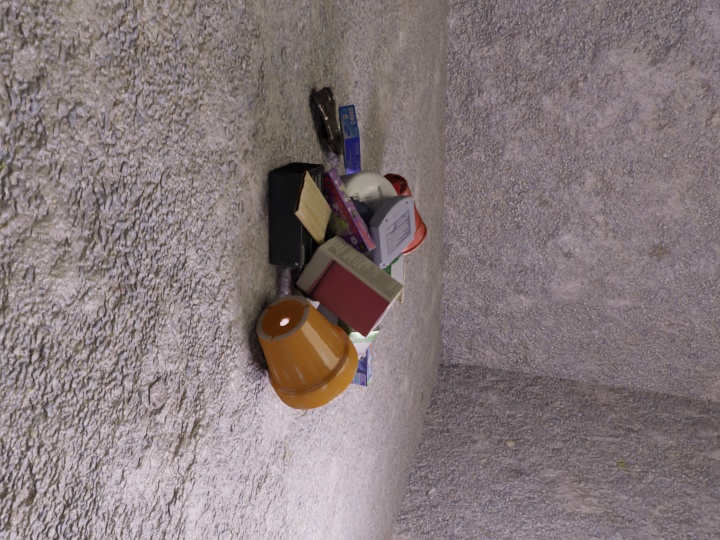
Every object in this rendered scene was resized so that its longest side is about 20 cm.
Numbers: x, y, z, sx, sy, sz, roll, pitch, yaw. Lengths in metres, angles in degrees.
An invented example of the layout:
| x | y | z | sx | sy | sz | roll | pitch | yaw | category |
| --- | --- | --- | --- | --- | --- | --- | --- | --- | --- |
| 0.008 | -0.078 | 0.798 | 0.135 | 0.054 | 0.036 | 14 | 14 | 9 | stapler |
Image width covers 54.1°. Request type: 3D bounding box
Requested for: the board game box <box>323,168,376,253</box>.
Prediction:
| x | y | z | sx | sy | sz | roll | pitch | yaw | category |
| --- | --- | --- | --- | --- | --- | --- | --- | --- | --- |
| -0.051 | -0.126 | 1.617 | 0.032 | 0.120 | 0.201 | -36 | 102 | -38 | board game box |

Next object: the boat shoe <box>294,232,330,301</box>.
| x | y | z | sx | sy | sz | roll | pitch | yaw | category |
| --- | --- | --- | --- | --- | --- | --- | --- | --- | --- |
| -0.085 | -0.018 | 1.699 | 0.068 | 0.072 | 0.201 | 40 | 70 | -23 | boat shoe |

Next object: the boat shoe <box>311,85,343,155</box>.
| x | y | z | sx | sy | sz | roll | pitch | yaw | category |
| --- | --- | --- | --- | --- | --- | --- | --- | --- | --- |
| -0.082 | -0.357 | 1.706 | 0.201 | 0.056 | 0.067 | 84 | -17 | -52 | boat shoe |

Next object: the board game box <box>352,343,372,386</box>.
| x | y | z | sx | sy | sz | roll | pitch | yaw | category |
| --- | --- | --- | --- | --- | --- | --- | --- | --- | --- |
| -0.035 | 0.214 | 1.947 | 0.034 | 0.134 | 0.202 | -42 | 137 | -62 | board game box |

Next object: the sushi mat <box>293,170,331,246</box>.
| x | y | z | sx | sy | sz | roll | pitch | yaw | category |
| --- | --- | --- | --- | --- | --- | --- | --- | --- | --- |
| -0.098 | -0.127 | 1.497 | 0.200 | 0.012 | 0.097 | 56 | 43 | -68 | sushi mat |

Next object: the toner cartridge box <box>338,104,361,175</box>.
| x | y | z | sx | sy | sz | roll | pitch | yaw | category |
| --- | --- | --- | --- | --- | --- | --- | --- | --- | --- |
| -0.026 | -0.327 | 1.810 | 0.200 | 0.043 | 0.096 | 87 | -7 | -69 | toner cartridge box |

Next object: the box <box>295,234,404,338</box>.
| x | y | z | sx | sy | sz | roll | pitch | yaw | category |
| --- | --- | --- | --- | --- | --- | --- | --- | --- | --- |
| -0.021 | 0.033 | 1.561 | 0.109 | 0.199 | 0.128 | -55 | 174 | 22 | box |

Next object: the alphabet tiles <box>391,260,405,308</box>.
| x | y | z | sx | sy | sz | roll | pitch | yaw | category |
| --- | --- | --- | --- | --- | --- | --- | --- | --- | --- |
| 0.051 | 0.002 | 1.915 | 0.006 | 0.165 | 0.202 | -34 | 136 | -41 | alphabet tiles |

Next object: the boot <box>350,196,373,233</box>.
| x | y | z | sx | sy | sz | roll | pitch | yaw | category |
| --- | --- | --- | --- | --- | --- | --- | --- | --- | --- |
| -0.041 | -0.157 | 1.683 | 0.090 | 0.073 | 0.201 | -35 | 93 | -35 | boot |

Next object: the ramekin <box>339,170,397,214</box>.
| x | y | z | sx | sy | sz | roll | pitch | yaw | category |
| --- | --- | --- | --- | --- | --- | --- | --- | --- | --- |
| 0.006 | -0.155 | 1.791 | 0.097 | 0.199 | 0.203 | -13 | -117 | 60 | ramekin |

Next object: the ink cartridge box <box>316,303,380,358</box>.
| x | y | z | sx | sy | sz | roll | pitch | yaw | category |
| --- | --- | --- | --- | --- | --- | --- | --- | --- | --- |
| -0.047 | 0.142 | 1.700 | 0.201 | 0.087 | 0.146 | -59 | -137 | 45 | ink cartridge box |

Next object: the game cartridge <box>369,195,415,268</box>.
| x | y | z | sx | sy | sz | roll | pitch | yaw | category |
| --- | --- | --- | --- | --- | --- | --- | --- | --- | --- |
| 0.079 | -0.103 | 1.719 | 0.200 | 0.041 | 0.134 | -43 | 137 | -51 | game cartridge |

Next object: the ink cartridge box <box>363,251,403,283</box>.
| x | y | z | sx | sy | sz | roll | pitch | yaw | category |
| --- | --- | --- | --- | --- | --- | --- | --- | --- | --- |
| 0.000 | 0.000 | 1.798 | 0.147 | 0.198 | 0.084 | -38 | 131 | -71 | ink cartridge box |

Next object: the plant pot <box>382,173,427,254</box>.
| x | y | z | sx | sy | sz | roll | pitch | yaw | category |
| --- | --- | --- | --- | --- | --- | --- | --- | --- | --- |
| 0.094 | -0.181 | 2.197 | 0.196 | 0.199 | 0.202 | 72 | 27 | -42 | plant pot |

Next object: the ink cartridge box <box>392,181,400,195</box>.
| x | y | z | sx | sy | sz | roll | pitch | yaw | category |
| --- | --- | --- | --- | --- | --- | --- | --- | --- | --- |
| 0.030 | -0.151 | 1.930 | 0.050 | 0.199 | 0.163 | 8 | 78 | -32 | ink cartridge box |

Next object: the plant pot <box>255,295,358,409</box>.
| x | y | z | sx | sy | sz | roll | pitch | yaw | category |
| --- | --- | --- | --- | --- | --- | --- | --- | --- | --- |
| -0.128 | 0.160 | 1.502 | 0.184 | 0.198 | 0.201 | 62 | 34 | -38 | plant pot |

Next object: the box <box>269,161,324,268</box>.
| x | y | z | sx | sy | sz | roll | pitch | yaw | category |
| --- | --- | --- | --- | --- | --- | --- | --- | --- | --- |
| -0.136 | -0.122 | 1.524 | 0.141 | 0.078 | 0.202 | -49 | 144 | -68 | box |
